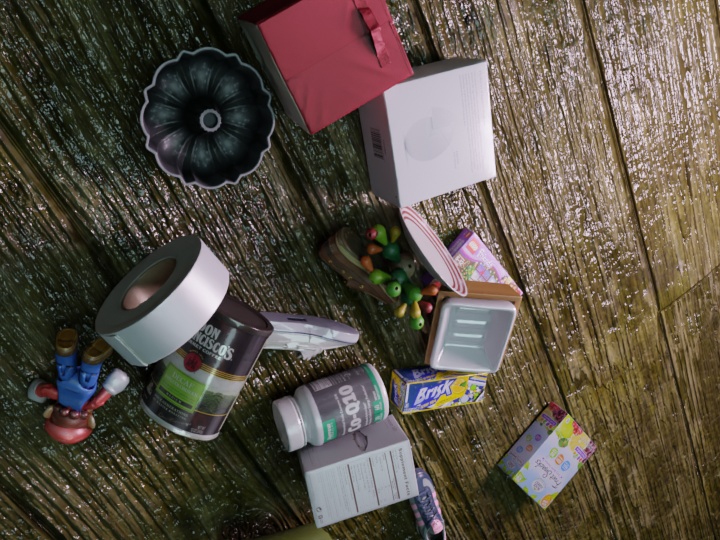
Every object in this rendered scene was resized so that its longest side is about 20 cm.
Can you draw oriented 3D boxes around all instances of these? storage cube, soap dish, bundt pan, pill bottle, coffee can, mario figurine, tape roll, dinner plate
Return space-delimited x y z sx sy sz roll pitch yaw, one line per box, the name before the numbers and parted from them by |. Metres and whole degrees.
storage cube | -0.056 -0.333 0.981 0.178 0.200 0.172 -31 119 -6
soap dish | 0.211 0.106 1.275 0.154 0.082 0.202 4 131 -1
bundt pan | -0.233 -0.230 0.992 0.199 0.076 0.205 -9 112 -23
pill bottle | -0.056 0.255 1.228 0.197 0.113 0.115 -17 114 -20
coffee can | -0.249 0.149 1.075 0.145 0.146 0.202 26 95 -31
mario figurine | -0.437 0.174 1.021 0.105 0.123 0.202 -21 142 -52
tape roll | -0.294 0.042 0.984 0.202 0.202 0.071 -41 121 -8
dinner plate | 0.124 -0.034 1.180 0.024 0.201 0.200 -37 123 17

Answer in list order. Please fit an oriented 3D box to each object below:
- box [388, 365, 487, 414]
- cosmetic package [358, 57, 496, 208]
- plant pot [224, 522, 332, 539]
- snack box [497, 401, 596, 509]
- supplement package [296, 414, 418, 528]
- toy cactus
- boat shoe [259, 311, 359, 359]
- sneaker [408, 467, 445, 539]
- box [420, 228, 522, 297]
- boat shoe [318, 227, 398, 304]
box | 0.159 0.237 1.358 0.197 0.064 0.071 -3 109 -26
cosmetic package | 0.114 -0.241 1.135 0.197 0.123 0.202 -18 114 -18
plant pot | -0.147 0.581 1.272 0.188 0.199 0.204 -12 113 -36
snack box | 0.445 0.441 1.569 0.200 0.068 0.169 -48 122 -2
supplement package | -0.007 0.368 1.226 0.197 0.117 0.119 -14 104 -11
toy cactus | 0.076 -0.002 1.179 0.102 0.165 0.201 -32 99 20
boat shoe | -0.099 0.123 1.186 0.197 0.071 0.071 8 103 -25
sneaker | 0.150 0.523 1.442 0.069 0.082 0.203 -26 117 -16
box | 0.227 0.032 1.334 0.137 0.039 0.200 -48 121 -4
boat shoe | 0.000 0.000 1.202 0.067 0.073 0.200 -27 133 22
